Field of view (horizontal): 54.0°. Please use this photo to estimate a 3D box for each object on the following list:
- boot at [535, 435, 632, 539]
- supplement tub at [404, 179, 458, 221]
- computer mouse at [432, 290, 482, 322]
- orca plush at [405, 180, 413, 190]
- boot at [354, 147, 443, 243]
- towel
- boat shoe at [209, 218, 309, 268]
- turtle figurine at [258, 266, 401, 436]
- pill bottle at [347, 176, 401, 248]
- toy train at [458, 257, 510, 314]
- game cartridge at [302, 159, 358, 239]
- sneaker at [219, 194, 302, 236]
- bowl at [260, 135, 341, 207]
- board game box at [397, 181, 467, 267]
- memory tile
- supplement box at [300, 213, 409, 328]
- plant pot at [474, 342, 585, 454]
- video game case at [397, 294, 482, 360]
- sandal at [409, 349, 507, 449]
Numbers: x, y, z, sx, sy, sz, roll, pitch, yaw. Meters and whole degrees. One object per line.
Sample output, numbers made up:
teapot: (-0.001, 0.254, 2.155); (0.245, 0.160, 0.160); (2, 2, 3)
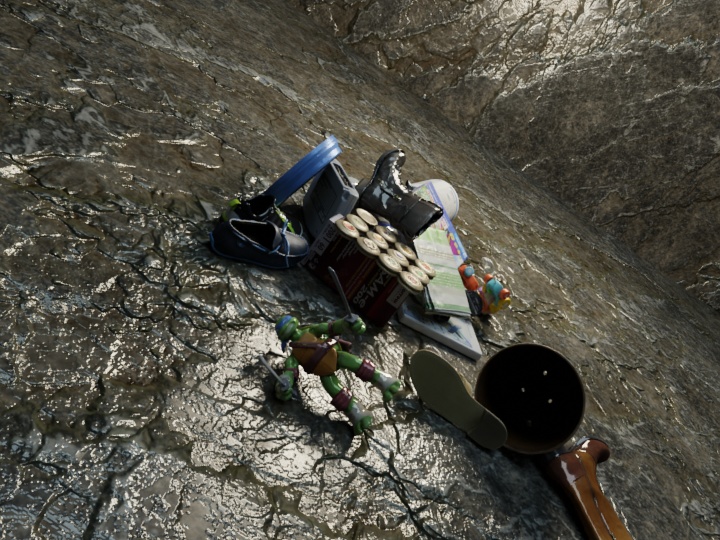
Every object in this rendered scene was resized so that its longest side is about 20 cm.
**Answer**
boot: (0.422, 0.388, 1.242); (0.188, 0.069, 0.200); (15, 33, -41)
supplement tub: (0.162, -0.161, 1.795); (0.132, 0.132, 0.200); (42, 25, 12)
computer mouse: (0.201, 0.081, 1.496); (0.200, 0.034, 0.059); (-10, 75, -53)
orca plush: (0.030, -0.170, 1.663); (0.200, 0.106, 0.071); (-29, 32, -20)
boot: (0.091, -0.149, 1.427); (0.174, 0.069, 0.200); (28, 58, 18)
towel: (0.153, 0.001, 1.445); (0.149, 0.031, 0.201); (13, 56, -49)
boat shoe: (-0.161, -0.047, 1.222); (0.200, 0.069, 0.084); (-1, 58, -48)
turtle figurine: (-0.043, 0.135, 0.985); (0.194, 0.200, 0.144); (40, 58, -3)
pill bottle: (-0.004, -0.102, 1.489); (0.114, 0.114, 0.200); (15, 32, -39)
toy train: (0.268, 0.039, 1.622); (0.151, 0.056, 0.200); (57, -11, 1)
game cartridge: (-0.067, -0.138, 1.440); (0.041, 0.133, 0.200); (16, 25, -24)
sneaker: (-0.166, -0.096, 1.296); (0.200, 0.083, 0.072); (0, 44, -54)
bowl: (-0.119, -0.186, 1.389); (0.039, 0.200, 0.201); (50, 23, -8)
board game box: (0.149, -0.079, 1.557); (0.201, 0.041, 0.199); (63, 32, -8)
memory tile: (0.049, -0.039, 1.301); (0.200, 0.017, 0.153); (40, 23, 8)
supplement box: (0.000, 0.000, 1.318); (0.200, 0.109, 0.061); (38, 23, 4)
plant pot: (0.319, 0.225, 1.296); (0.187, 0.187, 0.200); (45, 11, 17)
video game case: (0.154, 0.087, 1.474); (0.200, 0.022, 0.183); (27, 26, -20)
sandal: (0.162, 0.219, 1.217); (0.212, 0.078, 0.070); (44, 4, 1)
